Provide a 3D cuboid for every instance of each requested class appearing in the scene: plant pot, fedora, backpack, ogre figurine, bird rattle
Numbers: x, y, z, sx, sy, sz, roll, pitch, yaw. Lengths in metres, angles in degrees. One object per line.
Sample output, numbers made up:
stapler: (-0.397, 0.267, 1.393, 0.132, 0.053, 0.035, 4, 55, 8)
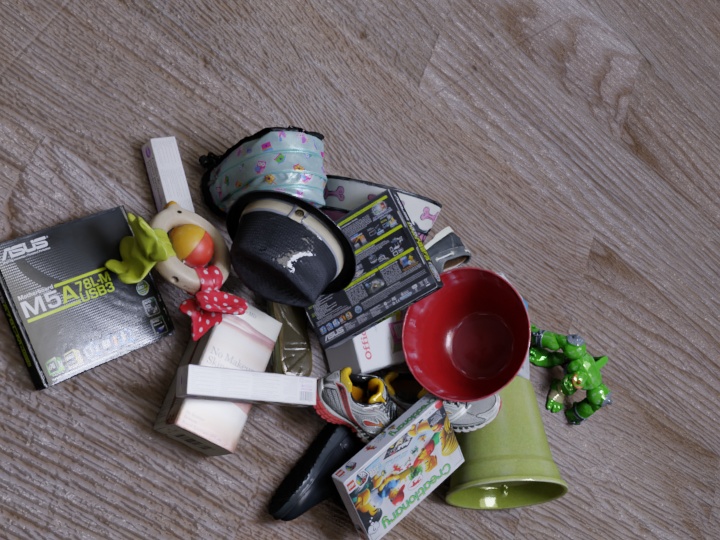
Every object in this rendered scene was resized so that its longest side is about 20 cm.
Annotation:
plant pot: (0.231, 0.280, 1.502, 0.199, 0.200, 0.186, 15, 58, -31)
fedora: (-0.108, -0.013, 1.251, 0.200, 0.200, 0.092, 43, 48, -18)
backpack: (-0.127, -0.134, 1.337, 0.165, 0.199, 0.128, -4, 80, -36)
ogre figurine: (0.383, 0.185, 1.661, 0.097, 0.119, 0.203, -9, 82, -36)
bird rattle: (-0.229, -0.016, 1.226, 0.199, 0.113, 0.164, 30, 40, -12)

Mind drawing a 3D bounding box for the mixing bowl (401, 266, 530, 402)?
mixing bowl: (0.171, 0.106, 1.386, 0.108, 0.198, 0.203, 34, 54, -64)

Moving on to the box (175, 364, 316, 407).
box: (-0.151, 0.158, 1.235, 0.198, 0.039, 0.042, 10, 72, -34)

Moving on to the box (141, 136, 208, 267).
box: (-0.268, -0.091, 1.317, 0.041, 0.039, 0.202, -14, 86, -36)

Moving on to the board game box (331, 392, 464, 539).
board game box: (0.059, 0.290, 1.340, 0.199, 0.034, 0.127, -37, 120, -25)

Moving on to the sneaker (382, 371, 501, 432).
sneaker: (0.123, 0.202, 1.434, 0.197, 0.082, 0.079, 4, 60, 6)

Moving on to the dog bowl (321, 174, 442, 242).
dog bowl: (0.026, -0.092, 1.446, 0.198, 0.199, 0.075, 13, 91, -32)

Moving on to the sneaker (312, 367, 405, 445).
sneaker: (0.019, 0.208, 1.356, 0.199, 0.082, 0.078, 31, 37, -34)

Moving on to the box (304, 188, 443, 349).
box: (0.000, 0.000, 1.336, 0.162, 0.199, 0.044, 62, 16, 10)

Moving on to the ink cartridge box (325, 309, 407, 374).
ink cartridge box: (0.038, 0.080, 1.458, 0.198, 0.084, 0.146, -12, 83, -35)

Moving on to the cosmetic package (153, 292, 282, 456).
cosmetic package: (-0.199, 0.148, 1.282, 0.103, 0.087, 0.202, 30, 63, -24)

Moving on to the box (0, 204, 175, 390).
box: (-0.373, 0.032, 1.217, 0.199, 0.047, 0.195, -22, 92, -37)

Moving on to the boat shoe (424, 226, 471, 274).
boat shoe: (0.100, 0.001, 1.414, 0.199, 0.072, 0.068, -34, 82, -40)

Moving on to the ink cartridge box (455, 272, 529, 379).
ink cartridge box: (0.225, 0.102, 1.536, 0.200, 0.084, 0.146, 39, 50, -63)

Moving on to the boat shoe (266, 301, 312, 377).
boat shoe: (-0.112, 0.076, 1.389, 0.072, 0.063, 0.203, 4, 70, -29)

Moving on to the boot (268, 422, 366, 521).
boot: (-0.025, 0.339, 1.361, 0.168, 0.076, 0.200, 49, 50, -10)
